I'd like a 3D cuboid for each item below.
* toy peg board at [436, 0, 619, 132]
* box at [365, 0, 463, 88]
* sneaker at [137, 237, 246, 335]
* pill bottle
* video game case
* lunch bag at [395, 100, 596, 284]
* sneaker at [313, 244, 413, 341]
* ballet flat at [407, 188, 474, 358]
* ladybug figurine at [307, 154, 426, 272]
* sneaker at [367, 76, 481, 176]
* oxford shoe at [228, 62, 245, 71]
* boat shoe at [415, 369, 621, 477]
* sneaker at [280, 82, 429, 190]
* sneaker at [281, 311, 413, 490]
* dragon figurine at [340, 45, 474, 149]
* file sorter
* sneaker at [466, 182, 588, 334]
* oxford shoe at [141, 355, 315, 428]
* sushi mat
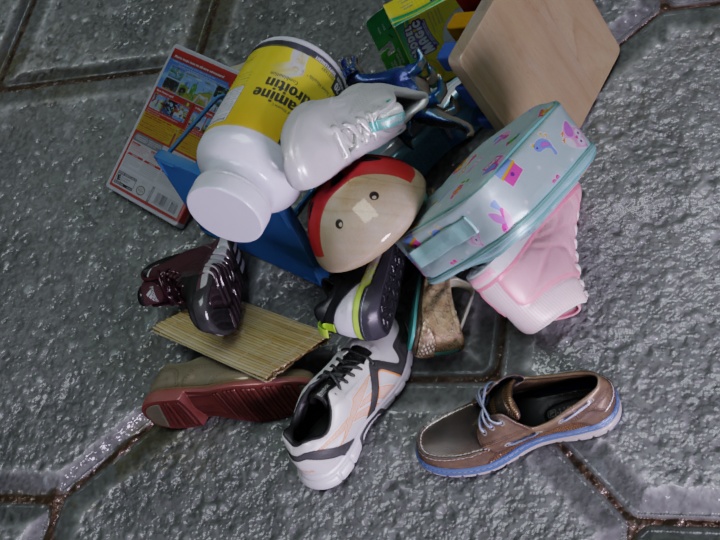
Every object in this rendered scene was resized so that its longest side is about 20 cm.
[{"bbox_3d":[0.162,-0.230,1.304,0.098,0.200,0.200,8,60,45],"label":"toy peg board"},{"bbox_3d":[0.114,-0.289,1.405,0.199,0.117,0.049,-26,50,6],"label":"box"},{"bbox_3d":[-0.191,0.028,1.308,0.115,0.076,0.200,-15,17,7],"label":"sneaker"},{"bbox_3d":[-0.096,-0.130,1.213,0.111,0.112,0.201,5,54,27],"label":"pill bottle"},{"bbox_3d":[-0.223,-0.167,1.489,0.143,0.017,0.201,28,92,36],"label":"video game case"},{"bbox_3d":[0.123,-0.065,1.156,0.161,0.077,0.200,-49,7,-27],"label":"lunch bag"},{"bbox_3d":[0.000,0.000,1.246,0.082,0.072,0.200,-2,30,17],"label":"sneaker"},{"bbox_3d":[0.086,0.004,1.259,0.065,0.071,0.201,8,60,-4],"label":"ballet flat"},{"bbox_3d":[-0.002,-0.065,1.208,0.136,0.072,0.200,-41,13,2],"label":"ladybug figurine"},{"bbox_3d":[0.062,-0.189,1.384,0.200,0.080,0.131,-41,52,-8],"label":"sneaker"},{"bbox_3d":[-0.108,-0.234,1.496,0.199,0.071,0.074,1,55,24],"label":"oxford shoe"},{"bbox_3d":[0.139,0.132,1.129,0.199,0.072,0.073,-20,51,10],"label":"boat shoe"},{"bbox_3d":[-0.002,-0.140,1.174,0.088,0.076,0.200,-1,27,33],"label":"sneaker"},{"bbox_3d":[-0.011,0.116,1.204,0.073,0.080,0.201,10,60,32],"label":"sneaker"},{"bbox_3d":[0.050,-0.172,1.300,0.099,0.059,0.200,-37,55,6],"label":"dragon figurine"},{"bbox_3d":[-0.100,-0.097,1.355,0.199,0.139,0.123,23,65,34],"label":"file sorter"},{"bbox_3d":[0.189,-0.010,1.216,0.075,0.105,0.200,-40,5,46],"label":"sneaker"},{"bbox_3d":[-0.134,0.113,1.267,0.199,0.071,0.075,-6,49,18],"label":"oxford shoe"},{"bbox_3d":[-0.128,0.067,1.285,0.095,0.012,0.199,-30,32,-36],"label":"sushi mat"}]
